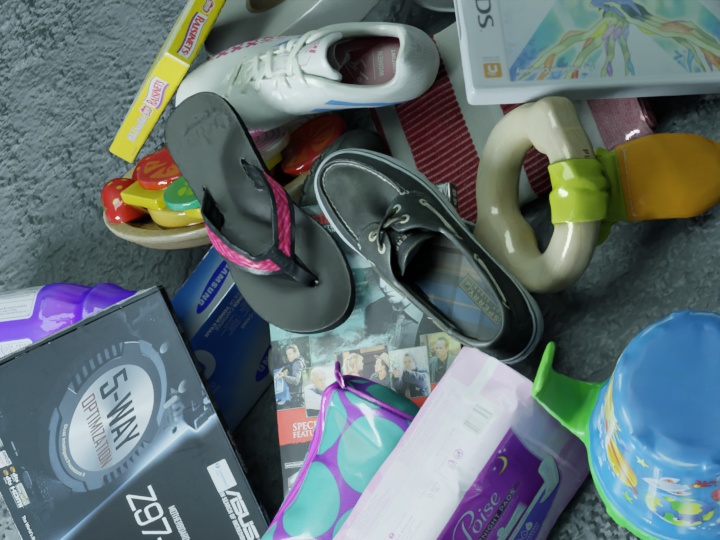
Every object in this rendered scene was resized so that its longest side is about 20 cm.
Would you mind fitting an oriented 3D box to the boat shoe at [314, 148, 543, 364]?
[{"bbox_3d":[0.040,-0.015,1.553,0.200,0.057,0.069,42,101,23],"label":"boat shoe"}]

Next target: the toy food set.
[{"bbox_3d":[-0.100,-0.082,1.750,0.200,0.049,0.197,-38,30,-31],"label":"toy food set"}]

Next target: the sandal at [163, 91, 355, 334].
[{"bbox_3d":[-0.077,-0.038,1.611,0.075,0.045,0.200,-38,73,9],"label":"sandal"}]

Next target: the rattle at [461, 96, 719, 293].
[{"bbox_3d":[0.137,-0.036,1.604,0.130,0.142,0.200,55,144,18],"label":"rattle"}]

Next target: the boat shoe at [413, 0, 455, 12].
[{"bbox_3d":[0.115,-0.207,1.695,0.199,0.074,0.066,-8,56,35],"label":"boat shoe"}]

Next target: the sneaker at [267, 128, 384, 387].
[{"bbox_3d":[0.000,0.000,1.667,0.090,0.076,0.201,6,83,30],"label":"sneaker"}]

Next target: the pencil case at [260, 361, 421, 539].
[{"bbox_3d":[-0.024,0.167,1.546,0.201,0.092,0.085,-61,9,7],"label":"pencil case"}]

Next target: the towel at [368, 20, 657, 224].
[{"bbox_3d":[0.101,-0.116,1.654,0.199,0.023,0.145,-29,71,28],"label":"towel"}]

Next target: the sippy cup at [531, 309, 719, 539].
[{"bbox_3d":[0.198,0.087,1.389,0.177,0.130,0.140,-18,69,2],"label":"sippy cup"}]

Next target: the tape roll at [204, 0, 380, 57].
[{"bbox_3d":[-0.036,-0.223,1.794,0.202,0.037,0.203,-36,26,20],"label":"tape roll"}]

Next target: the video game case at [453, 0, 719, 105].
[{"bbox_3d":[0.160,-0.200,1.598,0.199,0.022,0.183,-3,65,-7],"label":"video game case"}]

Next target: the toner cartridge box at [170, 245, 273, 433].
[{"bbox_3d":[-0.123,0.081,1.693,0.200,0.095,0.043,-53,48,0],"label":"toner cartridge box"}]

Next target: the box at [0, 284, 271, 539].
[{"bbox_3d":[-0.167,0.133,1.624,0.159,0.044,0.201,-24,90,1],"label":"box"}]

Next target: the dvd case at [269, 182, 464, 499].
[{"bbox_3d":[0.007,0.050,1.603,0.145,0.022,0.201,-10,81,23],"label":"dvd case"}]

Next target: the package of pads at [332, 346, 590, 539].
[{"bbox_3d":[0.059,0.156,1.491,0.076,0.120,0.201,31,86,38],"label":"package of pads"}]

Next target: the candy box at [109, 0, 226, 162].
[{"bbox_3d":[-0.140,-0.160,1.781,0.103,0.026,0.200,-63,7,-24],"label":"candy box"}]

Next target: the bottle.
[{"bbox_3d":[-0.228,0.047,1.800,0.199,0.083,0.066,-8,60,35],"label":"bottle"}]

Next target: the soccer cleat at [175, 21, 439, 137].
[{"bbox_3d":[-0.045,-0.142,1.660,0.199,0.086,0.070,-10,78,14],"label":"soccer cleat"}]
